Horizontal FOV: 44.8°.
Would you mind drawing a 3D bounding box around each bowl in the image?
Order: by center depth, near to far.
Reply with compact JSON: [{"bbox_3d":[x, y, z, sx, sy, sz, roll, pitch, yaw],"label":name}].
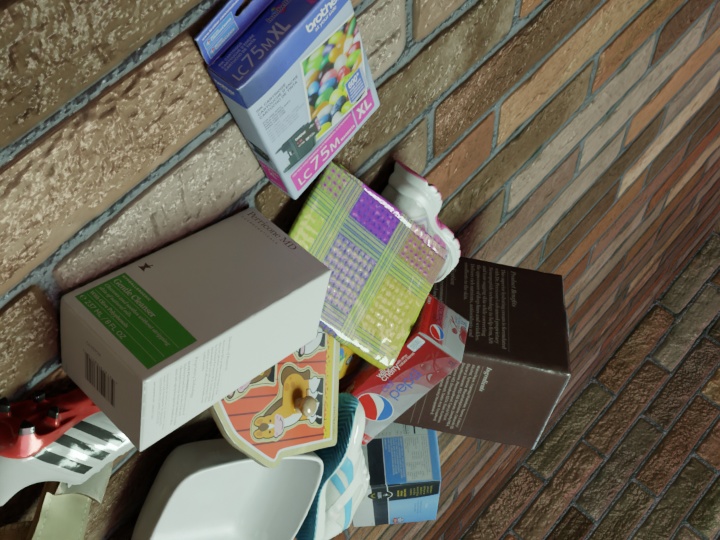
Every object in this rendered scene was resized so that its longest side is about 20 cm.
[{"bbox_3d":[-0.155,0.259,0.954,0.197,0.075,0.203,4,121,-42],"label":"bowl"}]

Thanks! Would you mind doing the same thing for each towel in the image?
[{"bbox_3d":[0.000,0.000,0.872,0.199,0.023,0.146,35,81,-37],"label":"towel"}]

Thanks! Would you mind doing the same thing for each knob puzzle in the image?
[{"bbox_3d":[-0.077,0.090,0.843,0.218,0.030,0.225,-3,93,-53],"label":"knob puzzle"}]

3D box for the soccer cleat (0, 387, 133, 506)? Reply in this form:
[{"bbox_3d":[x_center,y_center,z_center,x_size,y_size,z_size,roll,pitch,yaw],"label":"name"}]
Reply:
[{"bbox_3d":[-0.217,0.131,0.715,0.198,0.068,0.087,-12,129,-50],"label":"soccer cleat"}]

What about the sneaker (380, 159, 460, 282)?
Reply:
[{"bbox_3d":[0.051,-0.036,0.986,0.088,0.081,0.201,-47,148,-10],"label":"sneaker"}]

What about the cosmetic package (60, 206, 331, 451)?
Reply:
[{"bbox_3d":[-0.130,0.040,0.708,0.199,0.107,0.086,-33,149,-41],"label":"cosmetic package"}]

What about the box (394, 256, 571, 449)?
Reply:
[{"bbox_3d":[0.150,0.102,1.129,0.168,0.195,0.166,-80,-179,-45],"label":"box"}]

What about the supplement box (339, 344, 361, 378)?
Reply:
[{"bbox_3d":[-0.071,0.096,0.944,0.199,0.068,0.067,-25,147,-51],"label":"supplement box"}]

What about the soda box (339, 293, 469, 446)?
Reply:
[{"bbox_3d":[0.039,0.116,1.000,0.200,0.063,0.071,-47,-164,39],"label":"soda box"}]

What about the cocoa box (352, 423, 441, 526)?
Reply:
[{"bbox_3d":[0.043,0.268,1.233,0.128,0.136,0.201,-5,150,0],"label":"cocoa box"}]

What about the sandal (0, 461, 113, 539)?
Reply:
[{"bbox_3d":[-0.283,0.235,0.747,0.078,0.068,0.216,41,64,-52],"label":"sandal"}]

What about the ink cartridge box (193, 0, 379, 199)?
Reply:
[{"bbox_3d":[-0.049,-0.152,0.683,0.120,0.042,0.201,-49,154,-11],"label":"ink cartridge box"}]

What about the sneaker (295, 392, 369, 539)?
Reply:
[{"bbox_3d":[-0.029,0.225,1.015,0.080,0.076,0.204,-11,127,-42],"label":"sneaker"}]
